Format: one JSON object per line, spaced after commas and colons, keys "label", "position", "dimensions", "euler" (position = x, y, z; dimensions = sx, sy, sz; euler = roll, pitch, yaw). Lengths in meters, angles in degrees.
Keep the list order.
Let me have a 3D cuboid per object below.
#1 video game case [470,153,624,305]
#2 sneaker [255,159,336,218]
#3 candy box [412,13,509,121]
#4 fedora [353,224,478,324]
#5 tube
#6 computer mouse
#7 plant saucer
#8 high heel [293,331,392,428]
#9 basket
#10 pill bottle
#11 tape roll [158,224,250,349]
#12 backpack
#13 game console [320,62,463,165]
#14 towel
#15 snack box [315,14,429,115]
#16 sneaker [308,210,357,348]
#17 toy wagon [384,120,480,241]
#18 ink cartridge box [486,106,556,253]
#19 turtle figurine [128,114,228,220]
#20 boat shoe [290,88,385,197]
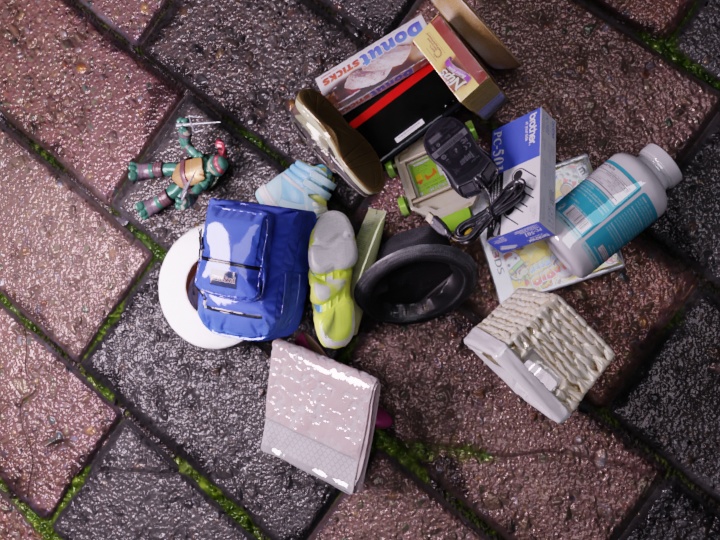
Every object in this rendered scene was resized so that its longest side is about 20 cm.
{"label": "video game case", "position": [0.285, -0.062, 1.129], "dimensions": [0.196, 0.023, 0.186], "euler": [-18, 83, 9]}
{"label": "sneaker", "position": [-0.068, -0.093, 1.170], "dimensions": [0.130, 0.079, 0.201], "euler": [-41, 81, 7]}
{"label": "candy box", "position": [0.155, -0.296, 1.078], "dimensions": [0.056, 0.200, 0.117], "euler": [-39, 81, 17]}
{"label": "fedora", "position": [0.080, -0.003, 1.107], "dimensions": [0.197, 0.202, 0.093], "euler": [-12, 53, 9]}
{"label": "tube", "position": [0.000, 0.000, 1.159], "dimensions": [0.057, 0.052, 0.204], "euler": [16, 91, 27]}
{"label": "computer mouse", "position": [0.144, -0.127, 1.077], "dimensions": [0.140, 0.046, 0.201], "euler": [-43, 58, 6]}
{"label": "plant saucer", "position": [0.165, -0.369, 1.090], "dimensions": [0.035, 0.200, 0.201], "euler": [-42, 80, 21]}
{"label": "high heel", "position": [-0.030, 0.175, 1.146], "dimensions": [0.197, 0.067, 0.098], "euler": [20, 100, 15]}
{"label": "basket", "position": [0.248, 0.110, 1.029], "dimensions": [0.135, 0.200, 0.124], "euler": [44, 88, -4]}
{"label": "pill bottle", "position": [0.361, -0.091, 1.048], "dimensions": [0.199, 0.111, 0.111], "euler": [-39, 80, 6]}
{"label": "tape roll", "position": [-0.229, 0.026, 1.198], "dimensions": [0.196, 0.066, 0.205], "euler": [-1, 85, 10]}
{"label": "backpack", "position": [-0.167, 0.002, 1.071], "dimensions": [0.160, 0.167, 0.205], "euler": [10, 96, 22]}
{"label": "game console", "position": [0.045, -0.275, 1.173], "dimensions": [0.198, 0.031, 0.178], "euler": [-35, 73, 7]}
{"label": "towel", "position": [-0.068, 0.224, 1.120], "dimensions": [0.197, 0.032, 0.195], "euler": [17, 106, 29]}
{"label": "snack box", "position": [0.028, -0.324, 1.158], "dimensions": [0.198, 0.024, 0.073], "euler": [-29, 72, 9]}
{"label": "sneaker", "position": [-0.049, 0.017, 1.092], "dimensions": [0.074, 0.105, 0.205], "euler": [4, 79, -12]}
{"label": "toy wagon", "position": [0.129, -0.138, 1.141], "dimensions": [0.153, 0.040, 0.204], "euler": [-22, 76, 14]}
{"label": "ink cartridge box", "position": [0.238, -0.133, 1.070], "dimensions": [0.093, 0.044, 0.203], "euler": [-21, 50, 44]}
{"label": "turtle figurine", "position": [-0.291, -0.161, 1.206], "dimensions": [0.197, 0.100, 0.153], "euler": [-17, 68, 24]}
{"label": "boat shoe", "position": [-0.037, -0.192, 1.138], "dimensions": [0.201, 0.073, 0.065], "euler": [55, 140, 10]}
